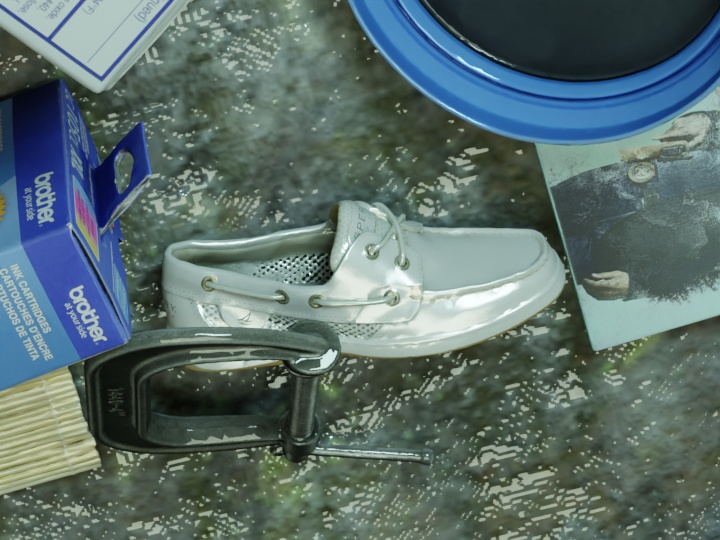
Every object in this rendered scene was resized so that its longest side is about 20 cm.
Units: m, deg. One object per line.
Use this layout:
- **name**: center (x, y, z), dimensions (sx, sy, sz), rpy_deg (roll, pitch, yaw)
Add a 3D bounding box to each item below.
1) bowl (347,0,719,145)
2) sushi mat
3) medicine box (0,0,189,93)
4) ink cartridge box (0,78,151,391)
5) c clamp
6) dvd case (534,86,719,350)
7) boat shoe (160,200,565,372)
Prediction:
- **bowl**: center (0.088, -0.152, 1.331), dimensions (0.200, 0.039, 0.201), rpy_deg (10, 127, 13)
- **sushi mat**: center (-0.238, 0.087, 1.474), dimensions (0.199, 0.012, 0.096), rpy_deg (-16, 120, 2)
- **medicine box**: center (-0.157, -0.200, 1.232), dimensions (0.200, 0.182, 0.103), rpy_deg (37, 109, -22)
- **ink cartridge box**: center (-0.185, -0.007, 1.359), dimensions (0.199, 0.137, 0.077), rpy_deg (-19, 125, 4)
- **c clamp**: center (-0.051, 0.060, 1.414), dimensions (0.170, 0.027, 0.200), rpy_deg (-2, 160, 2)
- **dvd case**: center (0.193, -0.050, 1.446), dimensions (0.199, 0.022, 0.146), rpy_deg (-16, 119, 1)
- **boat shoe**: center (0.000, 0.000, 1.421), dimensions (0.199, 0.071, 0.070), rpy_deg (-9, 121, 0)
